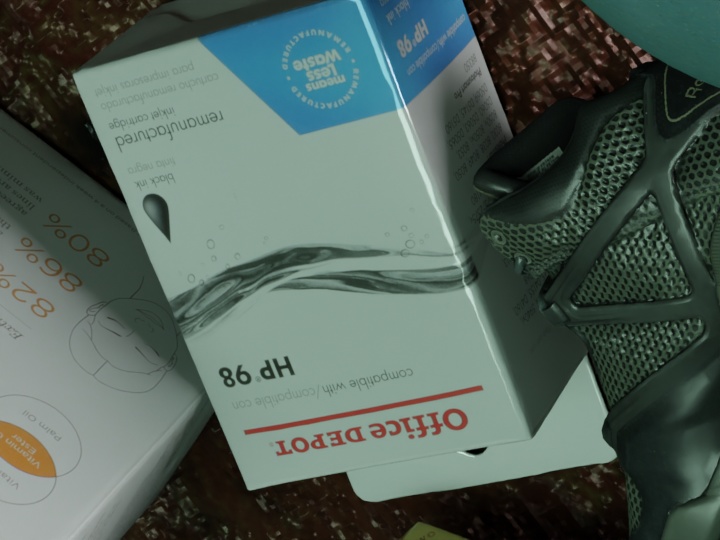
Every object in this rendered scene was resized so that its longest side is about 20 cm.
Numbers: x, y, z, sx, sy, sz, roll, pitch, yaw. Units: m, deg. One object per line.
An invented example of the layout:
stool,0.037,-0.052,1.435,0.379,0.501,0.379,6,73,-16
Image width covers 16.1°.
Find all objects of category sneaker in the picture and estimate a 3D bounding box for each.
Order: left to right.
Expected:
sneaker,0.094,0.017,0.822,0.114,0.076,0.200,25,133,28

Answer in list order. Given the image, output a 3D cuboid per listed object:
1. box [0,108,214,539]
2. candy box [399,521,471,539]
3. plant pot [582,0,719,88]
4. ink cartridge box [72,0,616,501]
box,-0.150,0.049,0.872,0.152,0.200,0.107,37,125,4
candy box,0.092,0.168,0.858,0.199,0.056,0.117,15,137,40
plant pot,0.128,-0.122,0.681,0.199,0.201,0.135,13,156,19
ink cartridge box,0.000,0.000,0.857,0.115,0.067,0.201,-13,109,29
